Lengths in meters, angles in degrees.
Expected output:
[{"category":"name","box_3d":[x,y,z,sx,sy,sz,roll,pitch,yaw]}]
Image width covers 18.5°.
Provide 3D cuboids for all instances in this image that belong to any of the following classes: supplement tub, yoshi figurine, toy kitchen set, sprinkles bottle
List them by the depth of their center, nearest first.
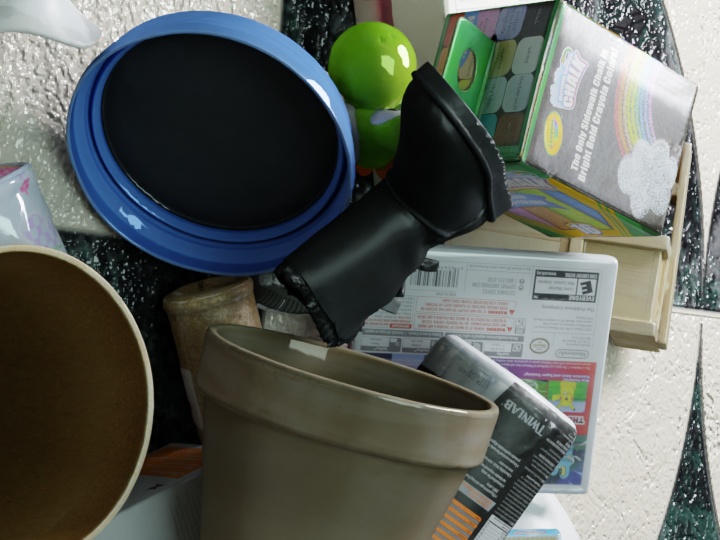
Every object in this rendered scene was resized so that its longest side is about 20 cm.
[{"category":"yoshi figurine","box_3d":[-0.022,-0.131,1.548,0.112,0.199,0.113,47,65,-38]},{"category":"supplement tub","box_3d":[0.051,0.157,1.563,0.122,0.122,0.200,38,87,-34]},{"category":"sprinkles bottle","box_3d":[-0.086,0.106,1.581,0.068,0.068,0.201,-22,103,-39]},{"category":"toy kitchen set","box_3d":[0.173,-0.032,1.808,0.200,0.179,0.164,34,65,-79]}]

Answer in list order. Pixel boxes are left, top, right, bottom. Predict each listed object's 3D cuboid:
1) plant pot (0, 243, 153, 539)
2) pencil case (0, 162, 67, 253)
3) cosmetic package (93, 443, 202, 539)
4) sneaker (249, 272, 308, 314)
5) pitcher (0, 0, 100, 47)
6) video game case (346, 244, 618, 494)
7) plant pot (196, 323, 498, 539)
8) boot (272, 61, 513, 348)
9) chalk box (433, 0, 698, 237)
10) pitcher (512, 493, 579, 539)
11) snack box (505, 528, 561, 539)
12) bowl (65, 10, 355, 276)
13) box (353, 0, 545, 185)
[{"category":"plant pot","box_3d":[-0.259,0.080,1.343,0.186,0.199,0.188,1,89,-42]},{"category":"pencil case","box_3d":[-0.224,0.029,1.451,0.091,0.083,0.201,-41,116,-59]},{"category":"cosmetic package","box_3d":[-0.165,0.185,1.490,0.199,0.101,0.072,-25,104,-39]},{"category":"sneaker","box_3d":[0.000,0.000,1.643,0.199,0.090,0.067,4,86,-41]},{"category":"pitcher","box_3d":[-0.254,-0.240,1.410,0.171,0.121,0.201,-10,108,-26]},{"category":"video game case","box_3d":[0.085,0.073,1.635,0.199,0.023,0.184,3,101,-17]},{"category":"plant pot","box_3d":[-0.028,0.144,1.440,0.199,0.200,0.175,12,96,-40]},{"category":"boot","box_3d":[0.015,-0.037,1.449,0.162,0.073,0.198,-36,157,-3]},{"category":"chalk box","box_3d":[0.124,-0.114,1.590,0.199,0.123,0.125,25,75,-36]},{"category":"pitcher","box_3d":[0.082,0.206,1.708,0.171,0.121,0.201,-18,90,-21]},{"category":"snack box","box_3d":[0.051,0.253,1.639,0.198,0.037,0.117,-1,90,1]},{"category":"bowl","box_3d":[-0.099,-0.086,1.498,0.201,0.200,0.039,54,31,-26]},{"category":"box","box_3d":[0.078,-0.169,1.700,0.127,0.109,0.202,-10,96,-40]}]
